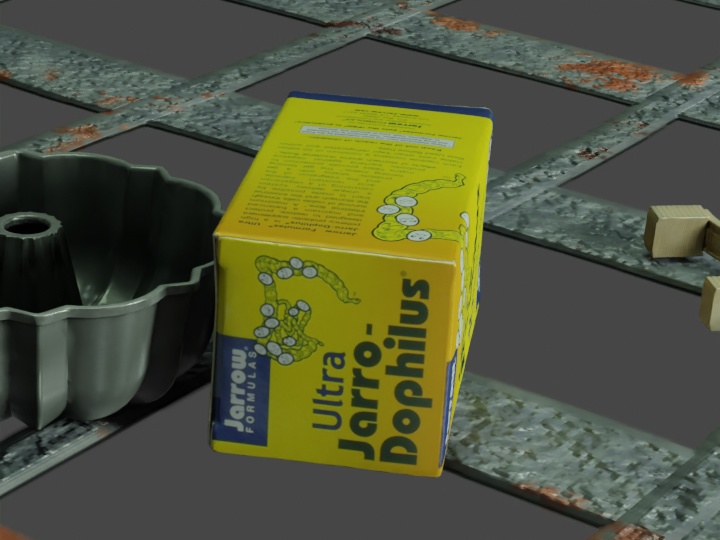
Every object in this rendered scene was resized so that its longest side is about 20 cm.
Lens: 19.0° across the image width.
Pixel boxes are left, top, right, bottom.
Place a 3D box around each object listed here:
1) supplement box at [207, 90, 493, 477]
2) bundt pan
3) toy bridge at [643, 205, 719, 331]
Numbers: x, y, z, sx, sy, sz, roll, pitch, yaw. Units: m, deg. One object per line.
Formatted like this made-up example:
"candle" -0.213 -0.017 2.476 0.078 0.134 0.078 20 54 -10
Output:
"supplement box" 0.000 0.000 1.028 0.109 0.109 0.200 6 24 6
"bundt pan" -0.159 0.012 1.021 0.201 0.076 0.202 3 24 -1
"toy bridge" 0.211 0.016 1.120 0.067 0.027 0.200 -1 25 -13
